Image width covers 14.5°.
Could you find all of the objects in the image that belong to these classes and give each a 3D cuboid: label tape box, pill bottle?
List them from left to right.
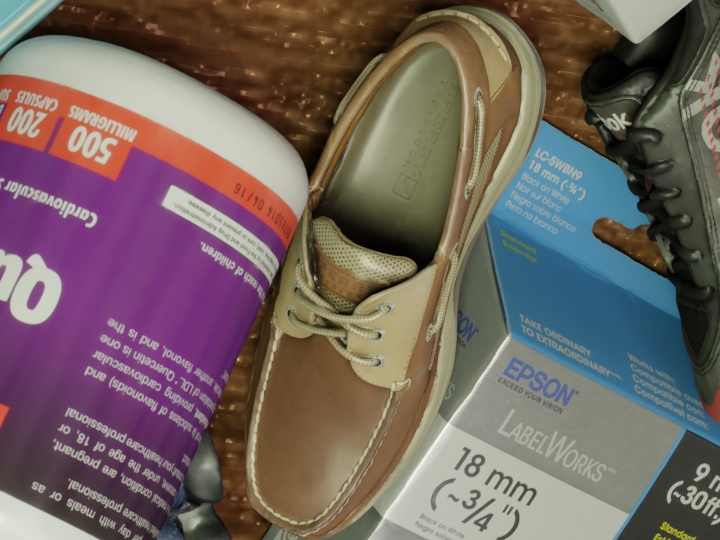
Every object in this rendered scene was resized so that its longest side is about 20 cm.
[{"bbox_3d":[-0.102,0.032,0.917,0.112,0.112,0.200,31,76,-32],"label":"pill bottle"},{"bbox_3d":[0.076,0.065,1.076,0.144,0.063,0.200,27,100,-32],"label":"label tape box"}]

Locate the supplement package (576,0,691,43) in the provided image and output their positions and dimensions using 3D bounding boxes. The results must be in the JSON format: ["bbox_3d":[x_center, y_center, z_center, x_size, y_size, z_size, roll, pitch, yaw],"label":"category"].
[{"bbox_3d":[0.060,-0.193,0.919,0.109,0.114,0.200,-40,124,-4],"label":"supplement package"}]

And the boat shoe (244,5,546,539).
[{"bbox_3d":[0.000,0.000,0.993,0.072,0.076,0.200,-6,116,-70],"label":"boat shoe"}]

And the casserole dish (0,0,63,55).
[{"bbox_3d":[-0.118,-0.137,0.909,0.200,0.039,0.121,-43,124,-2],"label":"casserole dish"}]

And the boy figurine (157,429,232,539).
[{"bbox_3d":[-0.143,0.112,0.995,0.200,0.064,0.125,-17,108,-16],"label":"boy figurine"}]

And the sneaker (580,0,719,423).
[{"bbox_3d":[0.126,-0.037,1.038,0.098,0.071,0.201,-3,101,-18],"label":"sneaker"}]
